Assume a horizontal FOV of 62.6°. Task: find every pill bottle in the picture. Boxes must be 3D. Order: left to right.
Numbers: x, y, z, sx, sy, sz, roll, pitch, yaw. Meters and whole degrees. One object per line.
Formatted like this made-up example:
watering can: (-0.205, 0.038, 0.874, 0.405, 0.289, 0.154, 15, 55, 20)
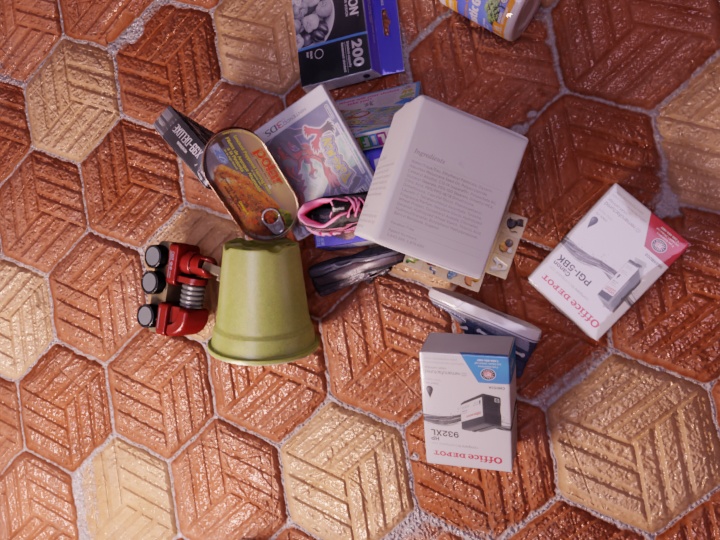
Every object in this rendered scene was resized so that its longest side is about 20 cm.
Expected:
pill bottle: (0.199, -0.481, 0.991, 0.199, 0.112, 0.113, 35, 99, 16)

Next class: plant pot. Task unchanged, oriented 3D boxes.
plant pot: (-0.170, 0.041, 1.032, 0.197, 0.200, 0.187, 5, 103, 18)

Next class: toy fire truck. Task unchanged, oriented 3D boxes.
toy fire truck: (-0.309, 0.044, 1.149, 0.197, 0.128, 0.179, 10, 92, 28)

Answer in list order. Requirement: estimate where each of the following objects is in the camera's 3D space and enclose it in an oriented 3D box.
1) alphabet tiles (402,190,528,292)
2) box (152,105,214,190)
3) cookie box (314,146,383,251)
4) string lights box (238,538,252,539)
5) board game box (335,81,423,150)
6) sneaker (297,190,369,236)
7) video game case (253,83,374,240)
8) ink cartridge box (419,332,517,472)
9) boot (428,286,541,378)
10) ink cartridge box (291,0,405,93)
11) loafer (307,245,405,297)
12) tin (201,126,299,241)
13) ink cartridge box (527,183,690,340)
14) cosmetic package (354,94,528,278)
alphabet tiles: (0.155, -0.067, 0.947, 0.198, 0.006, 0.169, 20, 94, 16)
box: (-0.266, -0.203, 1.087, 0.050, 0.200, 0.158, -44, 77, 8)
cookie box: (0.013, -0.135, 1.061, 0.197, 0.075, 0.174, -8, 86, 17)
string lights box: (-0.194, 0.624, 1.117, 0.101, 0.059, 0.203, -2, 88, 17)
board game box: (0.011, -0.264, 1.044, 0.197, 0.034, 0.136, -8, 44, 18)
sneaker: (-0.011, -0.095, 0.948, 0.197, 0.095, 0.080, -8, 85, 15)
video game case: (-0.085, -0.180, 1.012, 0.181, 0.023, 0.202, -28, 97, 21)
ink cartridge box: (0.178, 0.212, 0.964, 0.143, 0.084, 0.203, 0, 107, 20)
boot: (0.195, 0.103, 0.999, 0.198, 0.073, 0.091, 24, 101, 16)
ink cartridge box: (-0.026, -0.449, 1.099, 0.197, 0.043, 0.201, -8, 86, 16)
loafer: (0.000, 0.000, 1.074, 0.197, 0.072, 0.064, -13, 104, 23)
tin: (-0.179, -0.142, 0.977, 0.111, 0.042, 0.201, -29, 118, 2)
ink cartridge box: (0.384, -0.011, 0.935, 0.147, 0.083, 0.201, 43, 100, 13)
cosmetic package: (0.107, -0.116, 0.847, 0.163, 0.165, 0.203, 19, 94, -11)
